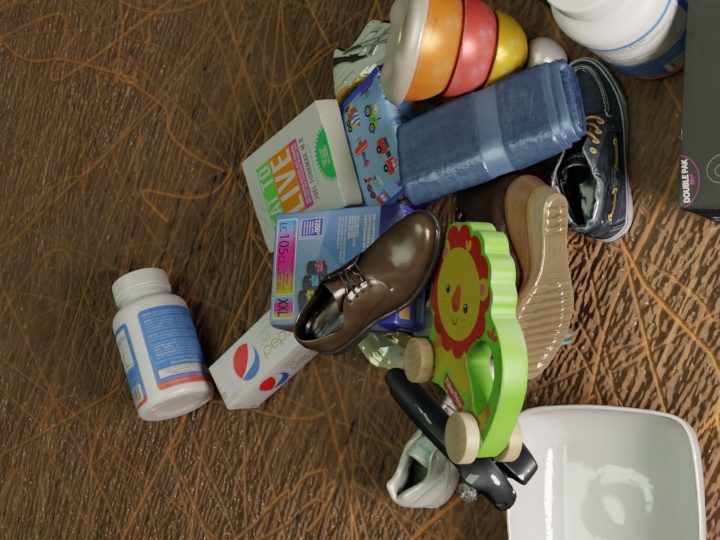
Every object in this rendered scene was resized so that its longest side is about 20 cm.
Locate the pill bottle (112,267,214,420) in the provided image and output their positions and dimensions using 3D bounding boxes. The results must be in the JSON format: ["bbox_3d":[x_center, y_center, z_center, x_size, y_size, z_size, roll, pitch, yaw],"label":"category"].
[{"bbox_3d":[-0.289,0.102,1.288,0.112,0.112,0.201,-33,67,30],"label":"pill bottle"}]

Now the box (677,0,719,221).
[{"bbox_3d":[0.377,-0.149,0.804,0.148,0.124,0.202,2,88,36],"label":"box"}]

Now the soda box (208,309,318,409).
[{"bbox_3d":[-0.109,0.101,1.183,0.200,0.063,0.068,-43,63,27],"label":"soda box"}]

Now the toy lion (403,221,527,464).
[{"bbox_3d":[0.111,0.058,0.883,0.200,0.068,0.193,-118,36,-54],"label":"toy lion"}]

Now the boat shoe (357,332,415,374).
[{"bbox_3d":[0.002,0.036,1.106,0.066,0.074,0.200,-46,68,16],"label":"boat shoe"}]

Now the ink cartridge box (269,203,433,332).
[{"bbox_3d":[0.000,0.000,1.030,0.198,0.076,0.138,-3,80,27],"label":"ink cartridge box"}]

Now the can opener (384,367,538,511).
[{"bbox_3d":[0.095,0.175,0.953,0.200,0.078,0.064,37,153,38],"label":"can opener"}]

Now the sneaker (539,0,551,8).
[{"bbox_3d":[0.253,-0.365,0.957,0.091,0.076,0.200,52,123,17],"label":"sneaker"}]

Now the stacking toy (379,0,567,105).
[{"bbox_3d":[0.129,-0.236,0.977,0.146,0.198,0.148,-170,90,-81],"label":"stacking toy"}]

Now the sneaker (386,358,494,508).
[{"bbox_3d":[0.098,0.188,1.012,0.070,0.080,0.201,35,105,35],"label":"sneaker"}]

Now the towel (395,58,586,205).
[{"bbox_3d":[0.134,-0.140,0.937,0.199,0.049,0.112,-19,49,25],"label":"towel"}]

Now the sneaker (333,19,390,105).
[{"bbox_3d":[0.042,-0.280,1.097,0.199,0.075,0.088,-25,63,27],"label":"sneaker"}]

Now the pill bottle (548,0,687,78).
[{"bbox_3d":[0.248,-0.258,0.852,0.111,0.199,0.113,-4,83,36],"label":"pill bottle"}]

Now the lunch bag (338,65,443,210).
[{"bbox_3d":[0.009,-0.130,1.109,0.199,0.094,0.152,-31,71,41],"label":"lunch bag"}]

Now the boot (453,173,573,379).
[{"bbox_3d":[0.151,-0.002,0.944,0.166,0.072,0.202,-154,68,-63],"label":"boot"}]

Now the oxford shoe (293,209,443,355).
[{"bbox_3d":[0.007,0.015,0.931,0.200,0.084,0.073,-48,64,16],"label":"oxford shoe"}]

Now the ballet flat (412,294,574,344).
[{"bbox_3d":[0.140,0.048,0.997,0.199,0.067,0.064,-1,93,38],"label":"ballet flat"}]

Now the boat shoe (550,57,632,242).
[{"bbox_3d":[0.234,-0.132,0.929,0.070,0.091,0.202,-14,77,35],"label":"boat shoe"}]

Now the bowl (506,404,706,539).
[{"bbox_3d":[0.248,0.234,0.898,0.199,0.074,0.202,-4,83,36],"label":"bowl"}]

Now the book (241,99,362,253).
[{"bbox_3d":[-0.074,-0.114,1.150,0.200,0.048,0.135,-28,74,53],"label":"book"}]
